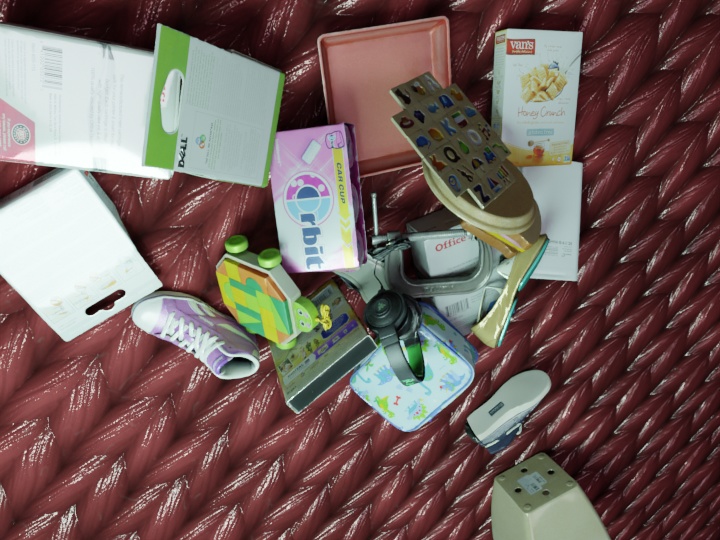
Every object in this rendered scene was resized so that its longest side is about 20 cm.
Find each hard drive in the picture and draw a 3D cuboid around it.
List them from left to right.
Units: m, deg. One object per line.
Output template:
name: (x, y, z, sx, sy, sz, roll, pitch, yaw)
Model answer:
hard drive: (0.320, -0.088, 0.972, 0.129, 0.027, 0.206, 3, 89, -23)

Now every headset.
headset: (0.060, 0.059, 0.815, 0.092, 0.204, 0.123, -22, 165, 16)

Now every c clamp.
c clamp: (0.110, -0.031, 0.861, 0.195, 0.027, 0.175, 1, 117, -3)

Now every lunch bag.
lunch bag: (0.089, 0.165, 0.949, 0.160, 0.083, 0.201, 39, 121, -3)

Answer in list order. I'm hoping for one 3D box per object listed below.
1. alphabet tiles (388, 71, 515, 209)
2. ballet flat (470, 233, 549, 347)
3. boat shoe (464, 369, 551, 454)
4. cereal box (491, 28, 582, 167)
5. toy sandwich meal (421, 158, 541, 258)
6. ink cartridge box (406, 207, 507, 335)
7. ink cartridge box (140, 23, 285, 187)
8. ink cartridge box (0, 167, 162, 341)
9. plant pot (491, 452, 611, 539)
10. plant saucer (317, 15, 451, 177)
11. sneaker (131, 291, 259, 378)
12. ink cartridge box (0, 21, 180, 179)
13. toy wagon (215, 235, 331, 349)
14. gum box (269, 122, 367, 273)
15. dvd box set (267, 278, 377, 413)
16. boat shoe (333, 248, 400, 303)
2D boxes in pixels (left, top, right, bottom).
alphabet tiles: (0.129, -0.183, 0.780, 0.201, 0.006, 0.166, 51, 50, 2)
ballet flat: (0.234, 0.026, 0.912, 0.204, 0.062, 0.068, -67, 161, 12)
boat shoe: (0.309, 0.288, 1.153, 0.198, 0.075, 0.093, -36, 127, 6)
cereal box: (0.276, -0.269, 0.897, 0.140, 0.039, 0.205, -6, 106, -19)
toy sandwich meal: (0.172, -0.108, 0.828, 0.200, 0.208, 0.071, 5, 139, -23)
ink cartridge box: (0.171, -0.003, 0.959, 0.142, 0.084, 0.204, -21, 118, -11)
ink cartridge box: (-0.188, -0.189, 0.676, 0.198, 0.074, 0.152, -3, 106, -58)
ink cartridge box: (-0.389, -0.024, 0.765, 0.160, 0.050, 0.202, -31, 128, -7)
plant pot: (0.394, 0.522, 1.220, 0.196, 0.200, 0.181, -22, 108, -10)
plant saucer: (0.039, -0.250, 0.830, 0.196, 0.037, 0.204, -15, 116, -16)
sneaker: (-0.235, 0.098, 0.831, 0.197, 0.115, 0.074, 21, 106, -26)
ink cartridge box: (-0.323, -0.200, 0.684, 0.195, 0.083, 0.150, 4, 111, -22)
toy wagon: (-0.126, 0.041, 0.805, 0.039, 0.197, 0.158, -38, 135, -38)
gum box: (-0.058, -0.094, 0.791, 0.111, 0.066, 0.205, -3, 102, 13)
dvd box set: (-0.066, 0.103, 0.846, 0.145, 0.200, 0.030, -39, 118, -1)
boat shoe: (0.000, 0.000, 0.908, 0.198, 0.062, 0.075, 32, 101, -27)
